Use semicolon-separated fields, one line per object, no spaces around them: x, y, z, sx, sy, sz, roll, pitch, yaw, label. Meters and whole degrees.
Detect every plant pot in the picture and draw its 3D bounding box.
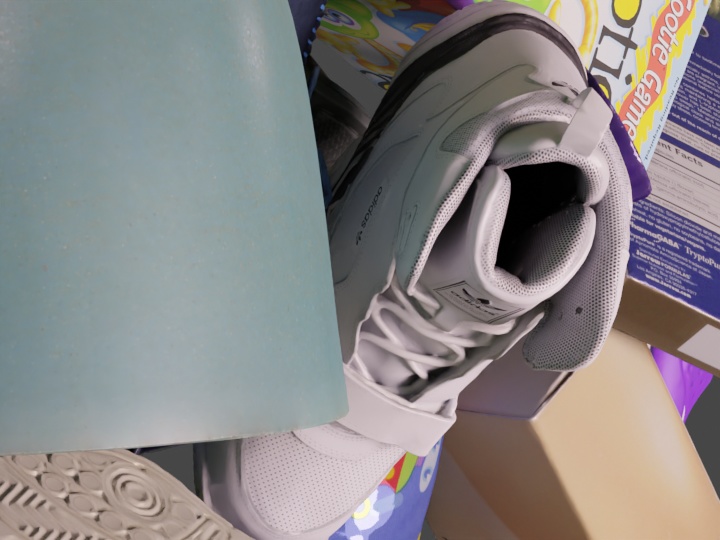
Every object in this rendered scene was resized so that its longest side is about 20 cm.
-0.103;-0.041;0.601;0.200;0.200;0.162;-1;91;-55;plant pot

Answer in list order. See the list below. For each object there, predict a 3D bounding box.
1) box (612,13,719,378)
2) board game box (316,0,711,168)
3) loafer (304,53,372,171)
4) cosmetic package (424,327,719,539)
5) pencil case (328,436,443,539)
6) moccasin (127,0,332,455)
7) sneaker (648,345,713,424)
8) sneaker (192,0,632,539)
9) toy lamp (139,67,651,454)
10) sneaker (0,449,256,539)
0.131;-0.041;0.966;0.121;0.032;0.201;24;41;-27;box
0.037;-0.123;0.842;0.200;0.103;0.105;33;76;-55;board game box
-0.062;-0.081;0.771;0.072;0.063;0.200;-35;140;8;loafer
0.089;0.104;0.975;0.071;0.105;0.200;-48;124;-30;cosmetic package
-0.020;0.101;0.874;0.087;0.078;0.201;4;100;-55;pencil case
-0.050;-0.021;0.728;0.080;0.068;0.201;-7;133;-42;moccasin
0.170;0.001;1.056;0.070;0.099;0.201;103;3;-75;sneaker
0.013;0.016;0.720;0.075;0.115;0.200;28;99;-17;sneaker
0.000;0.000;0.802;0.199;0.058;0.058;-30;138;1;toy lamp
-0.060;0.127;0.735;0.199;0.077;0.111;22;123;-29;sneaker
